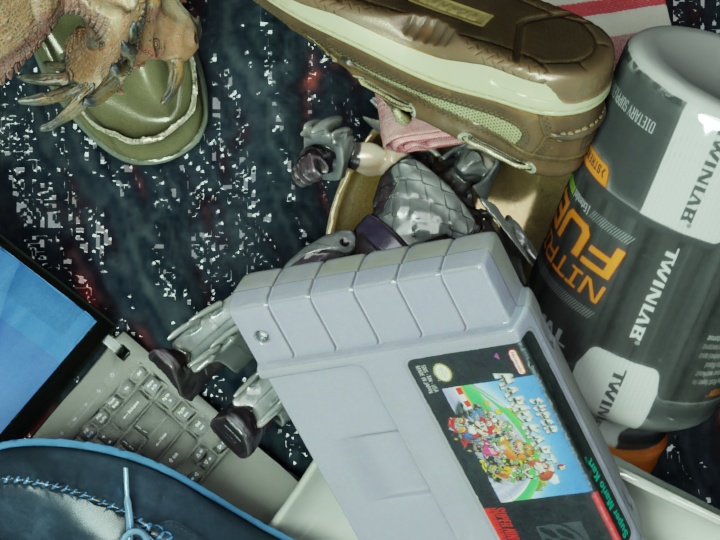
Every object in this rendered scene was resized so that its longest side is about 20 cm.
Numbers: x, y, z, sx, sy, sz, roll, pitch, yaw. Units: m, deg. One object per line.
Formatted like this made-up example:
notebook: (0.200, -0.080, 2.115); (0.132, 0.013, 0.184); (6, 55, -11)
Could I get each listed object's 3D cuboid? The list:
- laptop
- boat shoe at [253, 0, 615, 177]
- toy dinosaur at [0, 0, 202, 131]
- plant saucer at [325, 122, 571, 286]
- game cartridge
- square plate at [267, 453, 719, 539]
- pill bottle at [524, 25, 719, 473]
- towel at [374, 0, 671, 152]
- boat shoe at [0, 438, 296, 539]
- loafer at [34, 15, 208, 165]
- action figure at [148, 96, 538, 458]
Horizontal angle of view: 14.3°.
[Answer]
laptop: (-0.152, 0.110, 1.348); (0.200, 0.103, 0.177); (41, 89, 2)
boat shoe: (0.018, -0.098, 1.282); (0.202, 0.075, 0.075); (30, 46, 28)
toy dinosaur: (-0.174, -0.110, 1.291); (0.200, 0.086, 0.136); (-23, 101, -7)
plant saucer: (0.082, -0.003, 1.389); (0.200, 0.035, 0.201); (0, 88, -1)
game cartridge: (0.040, 0.075, 1.251); (0.130, 0.038, 0.200); (-7, 126, 31)
square plate: (0.063, 0.131, 1.332); (0.198, 0.200, 0.028); (28, 44, -4)
pill bottle: (0.135, -0.001, 1.297); (0.106, 0.106, 0.200); (20, 115, 0)
towel: (0.066, -0.153, 1.362); (0.144, 0.023, 0.200); (-9, 64, -3)
boat shoe: (-0.087, 0.137, 1.312); (0.200, 0.069, 0.084); (19, 131, -9)
loafer: (-0.137, -0.142, 1.371); (0.075, 0.070, 0.200); (-29, 89, -1)
action figure: (0.000, 0.000, 1.330); (0.200, 0.069, 0.130); (-42, 71, -12)
